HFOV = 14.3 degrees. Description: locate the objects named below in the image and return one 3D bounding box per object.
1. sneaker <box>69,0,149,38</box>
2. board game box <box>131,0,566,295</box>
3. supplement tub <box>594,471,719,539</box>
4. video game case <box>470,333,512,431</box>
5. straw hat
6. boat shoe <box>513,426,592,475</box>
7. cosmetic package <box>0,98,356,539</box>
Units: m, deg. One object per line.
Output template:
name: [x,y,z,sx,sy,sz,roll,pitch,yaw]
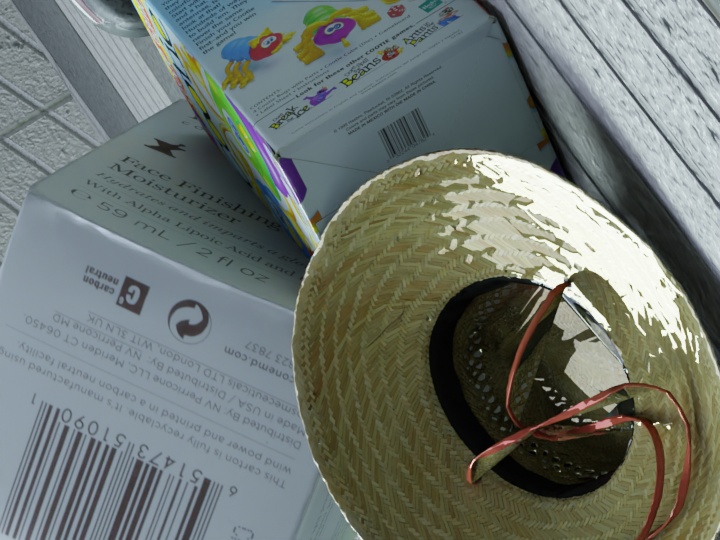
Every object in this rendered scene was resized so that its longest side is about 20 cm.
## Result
sneaker: [-0.146,-0.231,1.569,0.116,0.076,0.200,131,121,-77]
board game box: [-0.010,-0.081,1.216,0.200,0.105,0.103,51,170,53]
supplement tub: [0.147,0.183,1.173,0.123,0.122,0.200,49,167,55]
video game case: [0.052,0.130,1.296,0.182,0.023,0.200,95,173,-51]
straw hat: [0.077,0.042,1.122,0.085,0.201,0.201,-20,-106,-51]
boat shoe: [0.075,0.059,1.419,0.200,0.074,0.065,39,157,42]
cosmetic package: [-0.067,0.043,1.289,0.165,0.165,0.200,24,-160,8]
